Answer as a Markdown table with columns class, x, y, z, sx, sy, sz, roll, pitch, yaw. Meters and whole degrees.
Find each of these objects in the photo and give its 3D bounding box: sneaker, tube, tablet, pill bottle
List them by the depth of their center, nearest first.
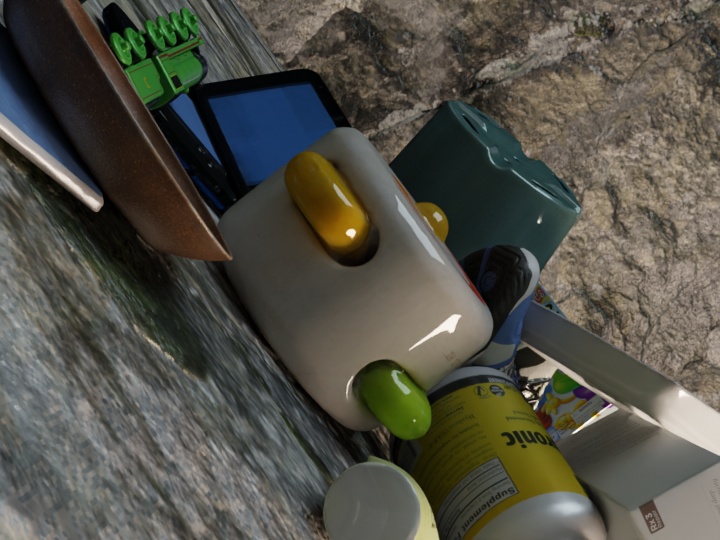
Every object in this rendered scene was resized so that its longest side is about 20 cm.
| class | x | y | z | sx | sy | sz | roll | pitch | yaw |
| --- | --- | --- | --- | --- | --- | --- | --- | --- | --- |
| tablet | -0.191 | -0.112 | 0.639 | 0.131 | 0.014 | 0.200 | 58 | 5 | 31 |
| tube | 0.017 | 0.134 | 0.797 | 0.200 | 0.051 | 0.059 | 54 | 41 | -79 |
| pill bottle | 0.104 | 0.171 | 0.984 | 0.111 | 0.111 | 0.201 | 49 | 8 | -45 |
| sneaker | 0.090 | 0.061 | 1.078 | 0.076 | 0.201 | 0.076 | 9 | 40 | -24 |
| sneaker | 0.138 | 0.124 | 1.280 | 0.075 | 0.200 | 0.089 | -1 | 56 | -33 |

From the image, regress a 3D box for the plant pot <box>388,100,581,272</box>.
| class | x | y | z | sx | sy | sz | roll | pitch | yaw |
| --- | --- | --- | --- | --- | --- | --- | --- | --- | --- |
| plant pot | 0.074 | -0.024 | 1.206 | 0.199 | 0.197 | 0.201 | 36 | 17 | -13 |

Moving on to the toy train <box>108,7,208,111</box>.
| class | x | y | z | sx | sy | sz | roll | pitch | yaw |
| --- | --- | --- | --- | --- | --- | --- | --- | --- | --- |
| toy train | -0.142 | -0.140 | 0.965 | 0.057 | 0.041 | 0.200 | 62 | 15 | -9 |

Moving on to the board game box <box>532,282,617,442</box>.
| class | x | y | z | sx | sy | sz | roll | pitch | yaw |
| --- | --- | --- | --- | --- | --- | --- | --- | --- | --- |
| board game box | 0.208 | 0.123 | 1.478 | 0.105 | 0.103 | 0.201 | 50 | 4 | -41 |

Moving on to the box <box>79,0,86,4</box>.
| class | x | y | z | sx | sy | sz | roll | pitch | yaw |
| --- | --- | --- | --- | --- | --- | --- | --- | --- | --- |
| box | -0.192 | -0.331 | 1.013 | 0.197 | 0.199 | 0.124 | 52 | 7 | -20 |

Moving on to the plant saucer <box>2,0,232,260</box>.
| class | x | y | z | sx | sy | sz | roll | pitch | yaw |
| --- | --- | --- | --- | --- | --- | --- | --- | --- | --- |
| plant saucer | -0.135 | -0.082 | 0.748 | 0.202 | 0.036 | 0.200 | 57 | -2 | 3 |

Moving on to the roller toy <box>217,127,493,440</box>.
| class | x | y | z | sx | sy | sz | roll | pitch | yaw |
| --- | --- | --- | --- | --- | --- | --- | --- | --- | --- |
| roller toy | 0.000 | 0.000 | 0.971 | 0.201 | 0.139 | 0.183 | 52 | 5 | -15 |

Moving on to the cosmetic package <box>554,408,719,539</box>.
| class | x | y | z | sx | sy | sz | roll | pitch | yaw |
| --- | --- | --- | --- | --- | --- | --- | --- | --- | --- |
| cosmetic package | 0.208 | 0.178 | 1.005 | 0.114 | 0.080 | 0.200 | 65 | -9 | -10 |

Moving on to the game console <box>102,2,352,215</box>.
| class | x | y | z | sx | sy | sz | roll | pitch | yaw |
| --- | --- | --- | --- | --- | --- | --- | --- | --- | --- |
| game console | -0.098 | -0.141 | 1.111 | 0.171 | 0.118 | 0.201 | 51 | 6 | -38 |

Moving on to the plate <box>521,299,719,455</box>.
| class | x | y | z | sx | sy | sz | roll | pitch | yaw |
| --- | --- | --- | --- | --- | --- | --- | --- | --- | --- |
| plate | 0.208 | 0.090 | 1.095 | 0.199 | 0.033 | 0.199 | 32 | -1 | 45 |
